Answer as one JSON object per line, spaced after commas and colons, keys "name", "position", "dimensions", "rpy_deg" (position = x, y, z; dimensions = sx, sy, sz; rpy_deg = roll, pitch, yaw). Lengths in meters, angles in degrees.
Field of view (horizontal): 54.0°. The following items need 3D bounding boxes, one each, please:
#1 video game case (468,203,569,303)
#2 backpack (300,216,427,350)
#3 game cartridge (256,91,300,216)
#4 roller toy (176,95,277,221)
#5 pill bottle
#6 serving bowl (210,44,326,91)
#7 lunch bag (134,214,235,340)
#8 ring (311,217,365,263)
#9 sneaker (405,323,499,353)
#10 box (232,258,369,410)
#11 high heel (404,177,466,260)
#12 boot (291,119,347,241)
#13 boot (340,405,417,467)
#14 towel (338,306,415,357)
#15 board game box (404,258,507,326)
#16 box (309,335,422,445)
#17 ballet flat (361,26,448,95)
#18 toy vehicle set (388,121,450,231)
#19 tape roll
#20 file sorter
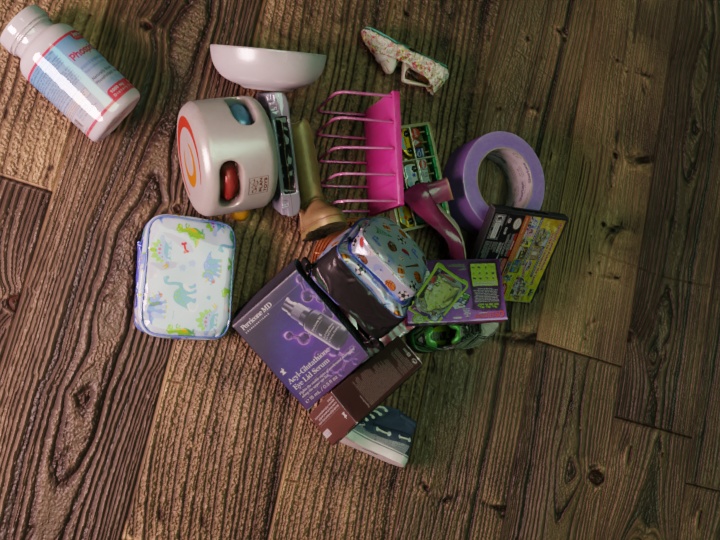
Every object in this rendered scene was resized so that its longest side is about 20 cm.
{"name": "video game case", "position": [0.303, -0.029, 1.412], "dimensions": [0.177, 0.026, 0.203], "rpy_deg": [5, 119, -23]}
{"name": "backpack", "position": [0.022, -0.003, 1.207], "dimensions": [0.153, 0.191, 0.201], "rpy_deg": [-36, 101, 22]}
{"name": "game cartridge", "position": [-0.142, -0.204, 1.215], "dimensions": [0.041, 0.133, 0.204], "rpy_deg": [-9, 107, -12]}
{"name": "roller toy", "position": [-0.215, -0.187, 1.164], "dimensions": [0.137, 0.182, 0.204], "rpy_deg": [-12, 91, -25]}
{"name": "pill bottle", "position": [-0.454, -0.310, 1.106], "dimensions": [0.200, 0.108, 0.109], "rpy_deg": [44, 71, -16]}
{"name": "serving bowl", "position": [-0.158, -0.343, 1.205], "dimensions": [0.196, 0.200, 0.067], "rpy_deg": [-1, 107, -24]}
{"name": "lunch bag", "position": [-0.293, 0.012, 1.170], "dimensions": [0.158, 0.082, 0.205], "rpy_deg": [5, 84, -24]}
{"name": "ring", "position": [0.000, 0.000, 1.337], "dimensions": [0.197, 0.019, 0.205], "rpy_deg": [2, 86, -23]}
{"name": "sneaker", "position": [0.193, 0.124, 1.378], "dimensions": [0.197, 0.085, 0.080], "rpy_deg": [-12, 92, -25]}
{"name": "box", "position": [-0.101, 0.107, 1.211], "dimensions": [0.148, 0.104, 0.201], "rpy_deg": [-41, 102, 4]}
{"name": "high heel", "position": [0.146, -0.078, 1.372], "dimensions": [0.094, 0.068, 0.203], "rpy_deg": [-15, 109, 6]}
{"name": "boot", "position": [-0.088, -0.160, 1.219], "dimensions": [0.065, 0.175, 0.204], "rpy_deg": [-9, 87, -24]}
{"name": "boot", "position": [0.014, 0.284, 1.303], "dimensions": [0.198, 0.072, 0.092], "rpy_deg": [31, 66, -26]}
{"name": "towel", "position": [-0.004, 0.094, 1.305], "dimensions": [0.198, 0.030, 0.148], "rpy_deg": [-32, 102, -18]}
{"name": "board game box", "position": [0.175, 0.041, 1.335], "dimensions": [0.196, 0.032, 0.122], "rpy_deg": [-1, 70, -12]}
{"name": "box", "position": [0.011, 0.210, 1.243], "dimensions": [0.075, 0.100, 0.199], "rpy_deg": [47, 45, 8]}
{"name": "ballet flat", "position": [0.084, -0.404, 1.377], "dimensions": [0.197, 0.076, 0.065], "rpy_deg": [21, 94, -18]}
{"name": "toy vehicle set", "position": [0.101, -0.183, 1.390], "dimensions": [0.122, 0.026, 0.204], "rpy_deg": [-14, 92, -24]}
{"name": "tape roll", "position": [0.271, -0.174, 1.435], "dimensions": [0.196, 0.085, 0.205], "rpy_deg": [2, 86, -25]}
{"name": "file sorter", "position": [-0.008, -0.210, 1.283], "dimensions": [0.123, 0.139, 0.205], "rpy_deg": [-1, 87, -22]}
